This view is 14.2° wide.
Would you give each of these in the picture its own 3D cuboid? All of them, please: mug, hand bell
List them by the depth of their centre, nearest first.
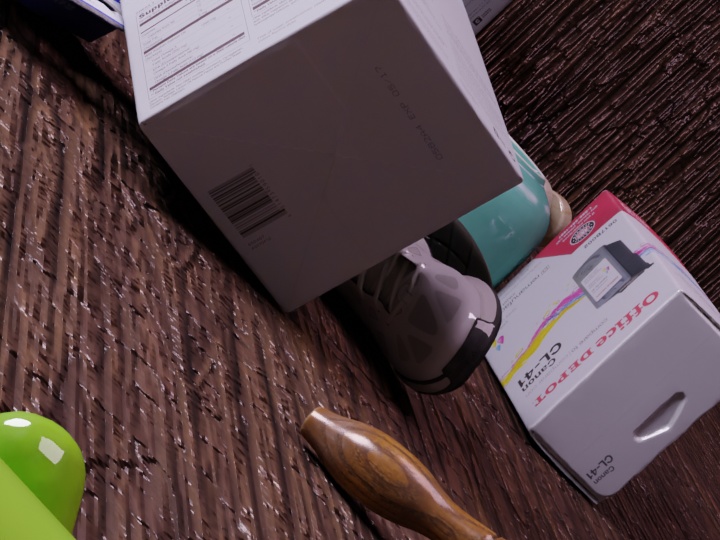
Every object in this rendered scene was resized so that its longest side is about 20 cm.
[{"bbox_3d":[0.053,0.126,1.288,0.200,0.104,0.104,36,3,20],"label":"hand bell"},{"bbox_3d":[0.061,-0.065,2.105,0.152,0.114,0.185,44,9,-24],"label":"mug"}]

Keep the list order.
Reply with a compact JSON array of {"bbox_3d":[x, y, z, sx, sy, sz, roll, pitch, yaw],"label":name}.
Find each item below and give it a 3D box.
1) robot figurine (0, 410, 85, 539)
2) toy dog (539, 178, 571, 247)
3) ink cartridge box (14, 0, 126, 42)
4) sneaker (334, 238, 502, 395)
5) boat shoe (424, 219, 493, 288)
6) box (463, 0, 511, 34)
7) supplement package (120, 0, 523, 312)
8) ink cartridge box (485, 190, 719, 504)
[{"bbox_3d":[-0.094,0.081,0.482,0.200,0.116,0.175,47,10,-3],"label":"robot figurine"},{"bbox_3d":[0.085,-0.064,2.438,0.132,0.096,0.200,36,-2,-43],"label":"toy dog"},{"bbox_3d":[-0.198,-0.187,1.573,0.200,0.047,0.198,52,8,17],"label":"ink cartridge box"},{"bbox_3d":[0.000,0.000,1.660,0.115,0.076,0.200,34,5,-27],"label":"sneaker"},{"bbox_3d":[0.005,-0.038,1.817,0.200,0.076,0.074,45,5,-21],"label":"boat shoe"},{"bbox_3d":[0.073,-0.361,3.373,0.131,0.199,0.200,53,10,35],"label":"box"},{"bbox_3d":[-0.028,-0.117,1.553,0.152,0.150,0.200,53,14,-35],"label":"supplement package"},{"bbox_3d":[0.169,0.049,1.996,0.086,0.148,0.200,44,7,-21],"label":"ink cartridge box"}]
